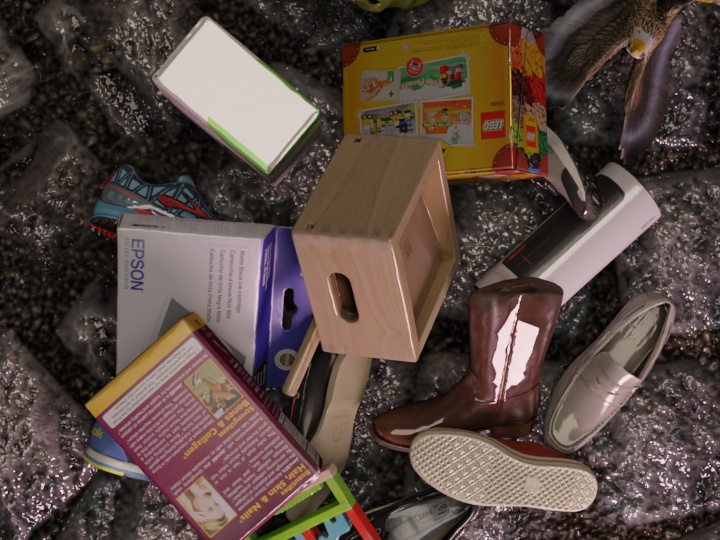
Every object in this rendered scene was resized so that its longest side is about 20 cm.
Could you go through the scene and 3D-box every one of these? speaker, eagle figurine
[{"bbox_3d":[0.215,-0.019,1.598,0.200,0.081,0.081,-41,90,-4],"label":"speaker"},{"bbox_3d":[0.277,-0.230,1.555,0.152,0.151,0.200,54,127,25],"label":"eagle figurine"}]

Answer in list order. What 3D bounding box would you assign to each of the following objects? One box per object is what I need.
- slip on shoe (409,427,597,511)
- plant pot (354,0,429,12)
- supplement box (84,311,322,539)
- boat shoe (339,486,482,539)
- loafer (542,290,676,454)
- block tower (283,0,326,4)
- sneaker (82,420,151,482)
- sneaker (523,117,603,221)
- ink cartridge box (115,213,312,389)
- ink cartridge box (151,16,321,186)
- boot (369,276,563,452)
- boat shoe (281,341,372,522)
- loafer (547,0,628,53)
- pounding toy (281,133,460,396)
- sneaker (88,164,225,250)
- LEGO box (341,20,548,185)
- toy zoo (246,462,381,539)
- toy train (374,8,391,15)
[{"bbox_3d":[0.143,0.202,1.565,0.200,0.061,0.074,12,103,-13],"label":"slip on shoe"},{"bbox_3d":[0.025,-0.368,1.525,0.200,0.200,0.184,-19,73,-4],"label":"plant pot"},{"bbox_3d":[-0.148,0.156,1.481,0.131,0.103,0.200,-40,91,1],"label":"supplement box"},{"bbox_3d":[0.039,0.280,1.580,0.199,0.066,0.075,-24,90,-3],"label":"boat shoe"},{"bbox_3d":[0.260,0.105,1.598,0.070,0.070,0.200,34,87,-1],"label":"loafer"},{"bbox_3d":[-0.124,-0.320,1.609,0.200,0.054,0.058,4,88,-2],"label":"block tower"},{"bbox_3d":[-0.182,0.182,1.572,0.200,0.074,0.082,14,86,-3],"label":"sneaker"},{"bbox_3d":[0.180,-0.115,1.581,0.079,0.074,0.200,-42,55,8],"label":"sneaker"},{"bbox_3d":[-0.147,0.042,1.548,0.200,0.041,0.200,3,119,-2],"label":"ink cartridge box"},{"bbox_3d":[-0.118,-0.163,1.529,0.145,0.200,0.084,39,88,0],"label":"ink cartridge box"},{"bbox_3d":[0.105,0.090,1.538,0.186,0.064,0.200,-7,132,-13],"label":"boot"},{"bbox_3d":[-0.048,0.161,1.587,0.063,0.074,0.202,21,98,35],"label":"boat shoe"},{"bbox_3d":[0.240,-0.305,1.619,0.200,0.068,0.070,32,89,-8],"label":"loafer"},{"bbox_3d":[0.000,0.000,1.499,0.142,0.200,0.184,6,43,21],"label":"pounding toy"},{"bbox_3d":[-0.173,-0.056,1.579,0.200,0.079,0.096,18,64,-16],"label":"sneaker"},{"bbox_3d":[0.083,-0.163,1.551,0.200,0.077,0.149,-2,87,32],"label":"LEGO box"},{"bbox_3d":[-0.031,0.307,1.558,0.131,0.020,0.200,-29,98,22],"label":"toy zoo"},{"bbox_3d":[0.066,-0.360,1.624,0.034,0.046,0.200,33,86,-1],"label":"toy train"}]
